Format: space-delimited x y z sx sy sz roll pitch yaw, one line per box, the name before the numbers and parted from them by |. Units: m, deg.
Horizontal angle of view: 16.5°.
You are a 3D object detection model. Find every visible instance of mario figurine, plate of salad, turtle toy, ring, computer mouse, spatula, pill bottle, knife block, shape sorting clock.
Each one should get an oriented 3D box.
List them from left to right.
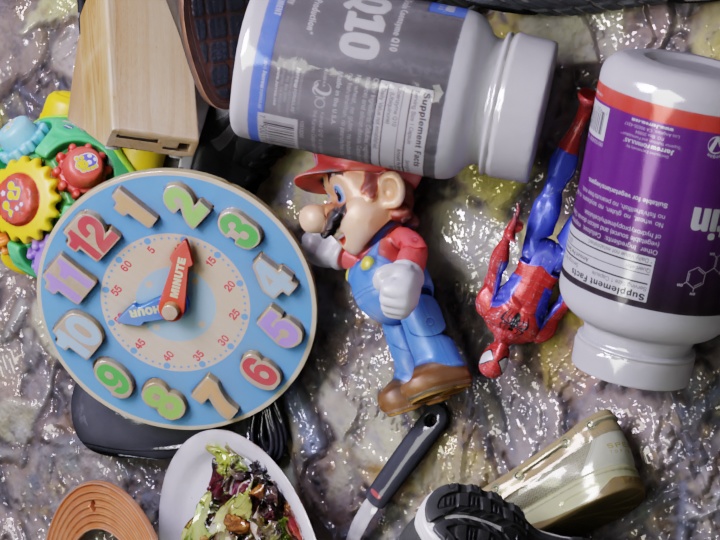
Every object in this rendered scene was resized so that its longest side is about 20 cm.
turtle toy | -0.206 -0.044 1.821 0.200 0.101 0.146 24 104 30
ring | -0.181 0.254 1.824 0.200 0.019 0.201 10 103 54
knife block | -0.156 -0.180 1.752 0.200 0.064 0.176 -146 63 -69
computer mouse | -0.143 0.073 1.813 0.199 0.046 0.141 3 93 34
shape sorting clock | -0.129 0.023 1.731 0.199 0.039 0.201 4 113 10
plate of salad | -0.092 0.212 1.752 0.200 0.048 0.201 18 114 49
mario figurine | 0.000 0.000 1.684 0.123 0.106 0.201 -24 79 33
spatula | 0.004 0.174 1.731 0.057 0.021 0.200 44 112 30
pill bottle | 0.023 -0.123 1.626 0.199 0.114 0.114 12 98 5
pill bottle | 0.188 -0.032 1.547 0.112 0.112 0.201 19 107 32

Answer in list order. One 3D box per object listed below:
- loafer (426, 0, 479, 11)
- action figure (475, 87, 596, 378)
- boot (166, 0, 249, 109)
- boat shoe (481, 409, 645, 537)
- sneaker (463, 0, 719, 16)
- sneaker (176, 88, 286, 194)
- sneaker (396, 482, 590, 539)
loafer | 0.066 -0.233 1.667 0.200 0.075 0.070 -45 43 26
action figure | 0.124 -0.018 1.628 0.065 0.052 0.201 23 107 -3
boot | -0.121 -0.211 1.712 0.097 0.075 0.201 5 105 55
boat shoe | 0.093 0.158 1.645 0.200 0.073 0.063 -29 64 29
sneaker | 0.154 -0.229 1.607 0.199 0.075 0.116 -1 85 24
sneaker | -0.076 -0.099 1.754 0.087 0.076 0.201 11 105 17
sneaker | 0.110 0.207 1.592 0.200 0.074 0.079 31 134 -13
